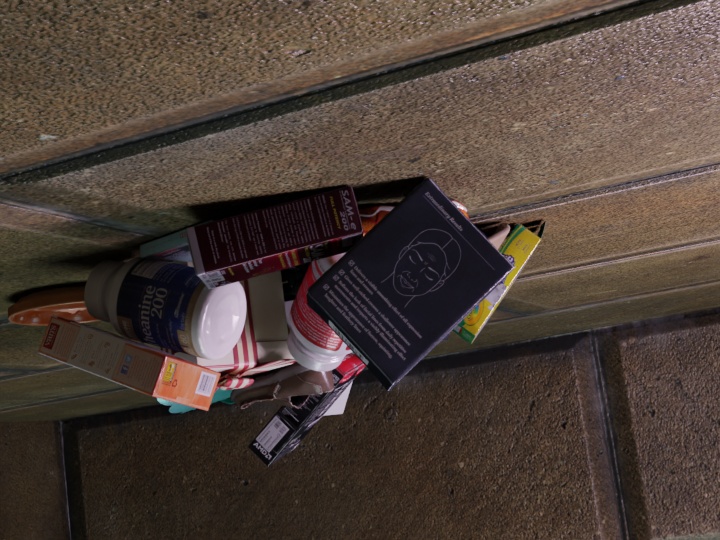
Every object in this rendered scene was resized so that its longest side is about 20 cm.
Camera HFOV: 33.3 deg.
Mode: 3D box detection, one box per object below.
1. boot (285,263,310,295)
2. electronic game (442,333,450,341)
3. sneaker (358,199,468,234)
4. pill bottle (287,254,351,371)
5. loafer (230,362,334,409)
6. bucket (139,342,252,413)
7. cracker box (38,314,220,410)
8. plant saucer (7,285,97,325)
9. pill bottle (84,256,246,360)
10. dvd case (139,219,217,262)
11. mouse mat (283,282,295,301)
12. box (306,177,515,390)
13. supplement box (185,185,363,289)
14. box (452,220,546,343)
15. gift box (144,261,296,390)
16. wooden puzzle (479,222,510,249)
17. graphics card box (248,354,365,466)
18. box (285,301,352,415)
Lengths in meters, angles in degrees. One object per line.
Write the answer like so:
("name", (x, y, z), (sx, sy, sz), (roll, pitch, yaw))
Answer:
("boot", (0.001, 0.001, 1.773), (0.198, 0.074, 0.162), (1, 170, -45))
("electronic game", (0.049, 0.066, 1.911), (0.199, 0.042, 0.200), (23, -175, -2))
("sneaker", (0.042, -0.043, 1.526), (0.199, 0.078, 0.073), (-6, 172, -1))
("pill bottle", (-0.030, 0.042, 1.628), (0.112, 0.113, 0.201), (-2, 139, -29))
("loafer", (-0.117, 0.178, 1.792), (0.199, 0.071, 0.073), (-23, -176, 42))
("bucket", (-0.253, 0.123, 1.932), (0.134, 0.209, 0.207), (-15, 169, 14))
("cracker box", (-0.303, 0.121, 1.582), (0.199, 0.058, 0.134), (15, 173, 27))
("plant saucer", (-0.438, 0.052, 1.845), (0.199, 0.033, 0.200), (-8, 171, -1))
("pill bottle", (-0.259, 0.044, 1.578), (0.199, 0.112, 0.111), (12, 180, 26))
("dvd case", (-0.166, -0.034, 1.578), (0.145, 0.022, 0.199), (-16, 168, 40))
("mouse mat", (-0.105, 0.031, 1.912), (0.199, 0.008, 0.161), (-11, -171, 13))
("box", (0.056, 0.018, 1.423), (0.200, 0.149, 0.107), (-43, 174, -7))
("supplement box", (-0.098, -0.037, 1.426), (0.199, 0.061, 0.109), (-15, 171, -2))
("box", (0.207, 0.010, 1.794), (0.048, 0.200, 0.117), (36, 173, 7))
("gift box", (-0.195, 0.081, 1.739), (0.199, 0.188, 0.184), (-1, 169, -32))
("wooden puzzle", (0.116, 0.022, 1.724), (0.200, 0.046, 0.186), (-34, 160, -44))
("graphics card box", (-0.081, 0.209, 1.887), (0.200, 0.051, 0.125), (-51, 171, 16))
("box", (-0.097, 0.138, 2.040), (0.097, 0.125, 0.200), (-1, -148, -30))
